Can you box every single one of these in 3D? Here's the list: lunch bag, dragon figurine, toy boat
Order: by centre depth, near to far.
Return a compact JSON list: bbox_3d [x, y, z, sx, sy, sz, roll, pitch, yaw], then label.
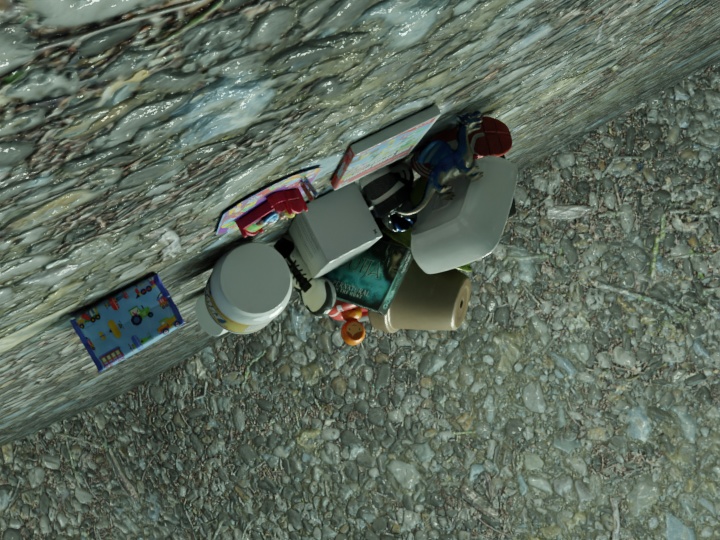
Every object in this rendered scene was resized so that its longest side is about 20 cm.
[{"bbox_3d":[0.133,-0.174,1.331,0.199,0.100,0.059,-37,156,14],"label":"dragon figurine"},{"bbox_3d":[-0.380,0.080,1.341,0.150,0.095,0.200,-30,-173,-13],"label":"lunch bag"},{"bbox_3d":[-0.020,0.091,1.701,0.129,0.132,0.200,-10,161,13],"label":"toy boat"}]

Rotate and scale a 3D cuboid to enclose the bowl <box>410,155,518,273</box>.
[{"bbox_3d":[0.168,-0.107,1.402,0.199,0.074,0.201,-19,-137,52],"label":"bowl"}]

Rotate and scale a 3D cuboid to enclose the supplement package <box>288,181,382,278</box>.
[{"bbox_3d":[-0.049,-0.069,1.468,0.113,0.110,0.200,-27,177,-14],"label":"supplement package"}]

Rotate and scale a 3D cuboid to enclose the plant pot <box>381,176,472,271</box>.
[{"bbox_3d":[0.167,-0.126,1.602,0.191,0.199,0.200,-67,170,9],"label":"plant pot"}]

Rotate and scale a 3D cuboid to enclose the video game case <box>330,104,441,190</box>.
[{"bbox_3d":[0.033,-0.180,1.218,0.142,0.018,0.200,-27,177,-13],"label":"video game case"}]

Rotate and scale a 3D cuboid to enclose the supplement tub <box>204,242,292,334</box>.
[{"bbox_3d":[-0.203,0.032,1.463,0.144,0.146,0.200,-27,176,-19],"label":"supplement tub"}]

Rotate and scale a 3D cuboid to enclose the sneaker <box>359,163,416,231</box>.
[{"bbox_3d":[0.063,-0.122,1.427,0.073,0.113,0.200,-28,178,22],"label":"sneaker"}]

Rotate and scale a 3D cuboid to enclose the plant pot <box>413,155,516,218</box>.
[{"bbox_3d":[0.245,-0.167,1.898,0.199,0.179,0.199,-29,177,43],"label":"plant pot"}]

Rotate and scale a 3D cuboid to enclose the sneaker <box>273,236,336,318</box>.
[{"bbox_3d":[-0.115,0.012,1.588,0.074,0.201,0.080,-45,141,15],"label":"sneaker"}]

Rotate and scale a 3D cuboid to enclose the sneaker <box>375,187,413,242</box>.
[{"bbox_3d":[0.070,-0.121,1.724,0.112,0.073,0.201,-53,-170,40],"label":"sneaker"}]

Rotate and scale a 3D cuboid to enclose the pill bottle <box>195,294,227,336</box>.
[{"bbox_3d":[-0.270,0.072,1.839,0.113,0.114,0.199,-30,177,41],"label":"pill bottle"}]

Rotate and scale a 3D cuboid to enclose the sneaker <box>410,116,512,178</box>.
[{"bbox_3d":[0.173,-0.221,1.468,0.199,0.079,0.115,-12,177,-34],"label":"sneaker"}]

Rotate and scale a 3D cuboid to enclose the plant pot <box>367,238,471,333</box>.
[{"bbox_3d":[0.130,0.044,1.671,0.173,0.202,0.200,14,-166,21],"label":"plant pot"}]

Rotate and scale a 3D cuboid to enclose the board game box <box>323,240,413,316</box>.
[{"bbox_3d":[0.000,0.000,1.577,0.199,0.028,0.136,16,-105,43],"label":"board game box"}]

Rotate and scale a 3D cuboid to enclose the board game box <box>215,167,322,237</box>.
[{"bbox_3d":[-0.127,-0.082,1.176,0.157,0.039,0.200,-27,177,-19],"label":"board game box"}]

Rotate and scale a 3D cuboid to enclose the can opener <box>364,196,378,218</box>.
[{"bbox_3d":[0.022,-0.128,1.702,0.066,0.053,0.199,-24,175,-46],"label":"can opener"}]
